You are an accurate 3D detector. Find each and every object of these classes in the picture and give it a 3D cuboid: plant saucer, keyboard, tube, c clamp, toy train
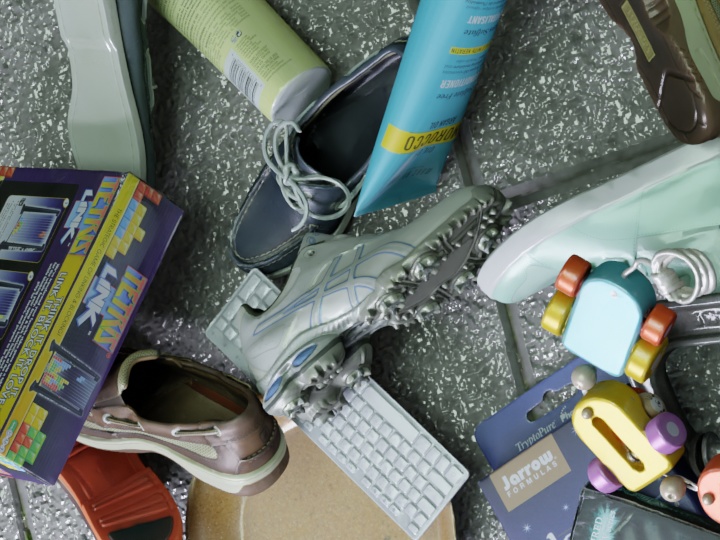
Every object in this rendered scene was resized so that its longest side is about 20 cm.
[{"bbox_3d":[-0.020,0.168,1.667,0.199,0.035,0.201,1,92,30],"label":"plant saucer"},{"bbox_3d":[-0.016,0.082,1.636,0.200,0.011,0.056,43,109,21],"label":"keyboard"},{"bbox_3d":[-0.098,-0.176,1.694,0.058,0.052,0.200,-40,65,-10],"label":"tube"},{"bbox_3d":[0.245,0.083,1.493,0.199,0.027,0.171,-1,123,37],"label":"c clamp"},{"bbox_3d":[0.187,0.065,1.477,0.150,0.056,0.201,-6,116,37],"label":"toy train"},{"bbox_3d":[0.048,-0.124,1.563,0.050,0.077,0.201,41,127,33],"label":"tube"}]

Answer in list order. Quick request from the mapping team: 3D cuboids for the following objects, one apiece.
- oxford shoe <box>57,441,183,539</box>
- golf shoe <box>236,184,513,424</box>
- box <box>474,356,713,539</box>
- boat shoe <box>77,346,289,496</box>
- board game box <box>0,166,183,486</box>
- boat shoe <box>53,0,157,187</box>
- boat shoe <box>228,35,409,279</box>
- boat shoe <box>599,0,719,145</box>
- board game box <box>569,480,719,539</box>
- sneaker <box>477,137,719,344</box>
[{"bbox_3d":[-0.175,0.131,1.733,0.071,0.073,0.200,-22,56,-10],"label":"oxford shoe"},{"bbox_3d":[0.000,0.000,1.595,0.200,0.078,0.097,-41,62,14],"label":"golf shoe"},{"bbox_3d":[0.152,0.154,1.575,0.121,0.032,0.201,-36,74,25],"label":"box"},{"bbox_3d":[-0.135,0.075,1.662,0.202,0.075,0.075,15,54,29],"label":"boat shoe"},{"bbox_3d":[-0.219,0.032,1.684,0.165,0.057,0.201,6,66,49],"label":"board game box"},{"bbox_3d":[-0.153,-0.124,1.706,0.073,0.062,0.201,16,123,41],"label":"boat shoe"},{"bbox_3d":[-0.021,-0.069,1.643,0.200,0.062,0.075,-41,72,23],"label":"boat shoe"},{"bbox_3d":[0.180,-0.171,1.498,0.201,0.076,0.072,68,157,7],"label":"boat shoe"},{"bbox_3d":[0.171,0.238,1.535,0.135,0.028,0.201,19,104,25],"label":"board game box"},{"bbox_3d":[0.167,0.006,1.538,0.200,0.074,0.119,-27,82,28],"label":"sneaker"}]
